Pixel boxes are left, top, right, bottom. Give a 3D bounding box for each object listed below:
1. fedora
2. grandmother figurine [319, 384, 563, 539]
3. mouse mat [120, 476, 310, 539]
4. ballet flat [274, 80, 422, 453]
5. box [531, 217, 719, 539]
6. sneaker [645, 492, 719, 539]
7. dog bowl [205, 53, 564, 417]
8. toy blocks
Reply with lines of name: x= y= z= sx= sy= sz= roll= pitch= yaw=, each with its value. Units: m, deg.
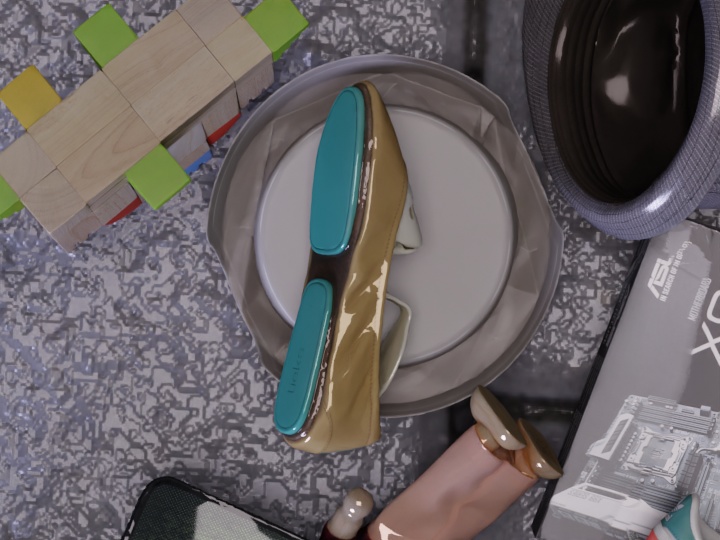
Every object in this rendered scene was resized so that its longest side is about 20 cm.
fedora: x=0.173 y=-0.109 z=1.149 sx=0.090 sy=0.201 sz=0.177 roll=8 pitch=135 yaw=-30
grandmother figurine: x=0.022 y=0.157 z=1.182 sx=0.200 sy=0.061 sz=0.121 roll=-42 pitch=119 yaw=12
mouse mat: x=-0.057 y=0.221 z=1.145 sx=0.199 sy=0.008 sz=0.162 roll=23 pitch=91 yaw=7
ballet flat: x=0.000 y=0.000 z=1.139 sx=0.063 sy=0.069 sz=0.201 roll=10 pitch=94 yaw=-26
box: x=0.204 y=0.084 z=1.188 sx=0.157 sy=0.050 sz=0.201 roll=22 pitch=92 yaw=1
sneaker: x=0.236 y=0.192 z=1.128 sx=0.199 sy=0.070 sz=0.094 roll=28 pitch=100 yaw=4
dog bowl: x=0.014 y=-0.020 z=1.189 sx=0.199 sy=0.059 sz=0.201 roll=0 pitch=90 yaw=1
toy blocks: x=-0.120 y=-0.077 z=1.161 sx=0.200 sy=0.137 sz=0.100 roll=-40 pitch=85 yaw=-5
